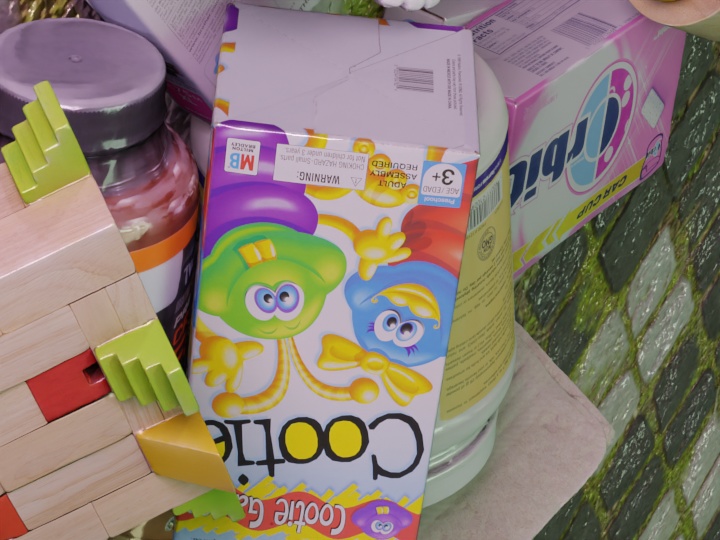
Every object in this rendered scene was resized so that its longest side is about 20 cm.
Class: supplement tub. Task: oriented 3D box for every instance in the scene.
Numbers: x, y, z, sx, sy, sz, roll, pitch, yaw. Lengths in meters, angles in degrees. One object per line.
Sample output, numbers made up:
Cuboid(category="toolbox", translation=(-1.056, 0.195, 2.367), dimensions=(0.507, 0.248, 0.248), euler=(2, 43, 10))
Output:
Cuboid(category="supplement tub", translation=(-0.119, 0.003, 0.979), dimensions=(0.107, 0.107, 0.201), euler=(-35, 143, -46))
Cuboid(category="supplement tub", translation=(0.000, 0.000, 1.141), dimensions=(0.145, 0.145, 0.201), euler=(-41, 140, -40))

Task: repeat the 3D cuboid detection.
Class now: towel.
Cuboid(category="towel", translation=(0.038, 0.098, 1.266), dimensions=(0.200, 0.133, 0.034), euler=(-40, 174, -39))

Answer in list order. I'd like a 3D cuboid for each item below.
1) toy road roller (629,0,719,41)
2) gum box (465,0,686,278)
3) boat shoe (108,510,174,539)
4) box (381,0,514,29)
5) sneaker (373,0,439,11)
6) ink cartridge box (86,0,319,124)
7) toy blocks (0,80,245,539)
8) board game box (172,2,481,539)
Cuboid(category="toy road roller", translation=(0.174, -0.229, 1.226), dimensions=(0.146, 0.201, 0.123), euler=(-33, 164, 23))
Cuboid(category="gum box", translation=(0.093, -0.078, 1.269), dimensions=(0.200, 0.066, 0.114), euler=(-35, 140, -46))
Cuboid(category="boat shoe", translation=(-0.085, 0.096, 1.121), dimensions=(0.072, 0.075, 0.200), euler=(-64, 180, 20))
Cuboid(category="box", translation=(0.045, -0.061, 1.321), dimensions=(0.156, 0.041, 0.201), euler=(-23, 132, -55))
Cuboid(category="sneaker", translation=(-0.006, -0.152, 0.937), dimensions=(0.200, 0.074, 0.082), euler=(-3, 118, -63))
Cuboid(category="ink cartridge box", translation=(-0.063, -0.146, 0.967), dimensions=(0.120, 0.042, 0.200), euler=(-61, 158, -9))
Cuboid(category="toy blocks", translation=(-0.134, 0.044, 0.864), dimensions=(0.136, 0.100, 0.201), euler=(-25, 139, -6))
Cuboid(category="board game box", translation=(-0.016, 0.008, 0.992), dimensions=(0.105, 0.102, 0.201), euler=(-89, -174, -58))
